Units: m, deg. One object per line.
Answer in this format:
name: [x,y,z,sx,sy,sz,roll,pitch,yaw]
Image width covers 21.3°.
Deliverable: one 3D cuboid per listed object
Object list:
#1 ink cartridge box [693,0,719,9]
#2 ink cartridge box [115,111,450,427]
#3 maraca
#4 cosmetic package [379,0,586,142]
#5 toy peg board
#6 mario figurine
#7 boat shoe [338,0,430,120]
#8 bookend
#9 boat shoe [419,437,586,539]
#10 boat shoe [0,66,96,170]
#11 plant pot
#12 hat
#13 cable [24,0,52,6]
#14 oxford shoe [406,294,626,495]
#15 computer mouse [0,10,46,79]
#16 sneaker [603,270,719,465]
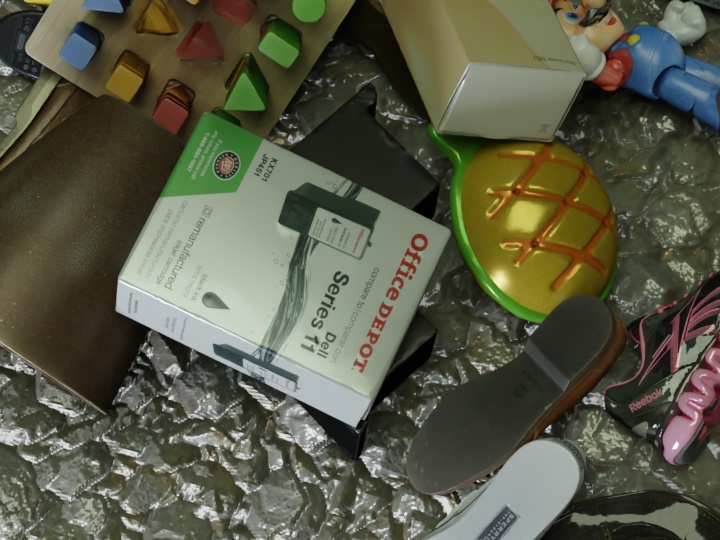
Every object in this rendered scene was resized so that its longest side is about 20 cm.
ink cartridge box: [0.353,-0.274,1.515,0.200,0.075,0.165,22,68,13]
ink cartridge box: [-0.054,0.000,1.363,0.200,0.083,0.147,25,72,-1]
maraca: [0.125,-0.054,1.454,0.137,0.107,0.200,-15,78,-31]
cosmetic package: [0.084,-0.192,1.452,0.105,0.071,0.200,2,45,-26]
toy peg board: [-0.127,-0.192,1.466,0.199,0.098,0.200,32,103,-11]
mario figurine: [0.215,-0.180,1.489,0.200,0.123,0.106,20,87,8]
boat shoe: [0.044,-0.192,1.535,0.066,0.074,0.200,-31,71,-36]
bookend: [0.000,0.000,1.466,0.200,0.092,0.199,-42,78,-14]
boat shoe: [0.090,0.197,1.403,0.072,0.066,0.200,41,102,14]
boat shoe: [-0.265,-0.070,1.530,0.068,0.072,0.200,29,86,1]
plant pot: [-0.212,-0.025,1.442,0.187,0.187,0.200,32,82,16]
hat: [0.195,0.242,1.367,0.200,0.081,0.201,-2,72,6]
cable: [-0.197,-0.228,1.599,0.200,0.050,0.097,25,39,-1]
oxford shoe: [0.122,0.104,1.432,0.200,0.071,0.071,-39,58,11]
computer mouse: [-0.209,-0.168,1.580,0.200,0.034,0.059,20,102,5]
sneaker: [0.250,0.043,1.438,0.095,0.079,0.200,25,75,26]
